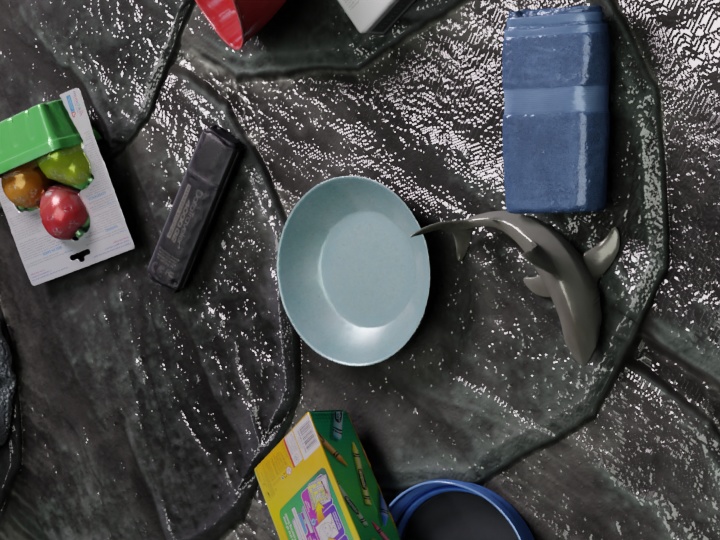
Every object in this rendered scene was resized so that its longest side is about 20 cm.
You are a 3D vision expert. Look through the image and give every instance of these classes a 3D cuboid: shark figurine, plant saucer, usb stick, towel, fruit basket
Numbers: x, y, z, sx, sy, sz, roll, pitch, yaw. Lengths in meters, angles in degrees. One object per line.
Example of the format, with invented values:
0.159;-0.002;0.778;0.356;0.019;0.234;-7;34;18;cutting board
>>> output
0.160;-0.017;1.670;0.214;0.089;0.128;39;113;25;shark figurine
0.000;0.000;1.814;0.200;0.039;0.202;2;94;35;plant saucer
-0.189;-0.069;1.949;0.055;0.033;0.201;33;111;22;usb stick
0.192;-0.155;1.659;0.111;0.048;0.201;3;94;36;towel
-0.363;-0.099;2.054;0.185;0.094;0.201;-19;98;35;fruit basket

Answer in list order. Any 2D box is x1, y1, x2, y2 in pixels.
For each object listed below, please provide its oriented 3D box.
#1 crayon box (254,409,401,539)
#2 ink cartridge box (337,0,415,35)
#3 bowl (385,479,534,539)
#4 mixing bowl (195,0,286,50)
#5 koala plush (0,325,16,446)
-0.031;0.263;1.809;0.119;0.058;0.200;-48;54;37;crayon box
0.027;-0.373;1.764;0.200;0.043;0.174;-44;68;30;ink cartridge box
0.100;0.313;1.764;0.200;0.039;0.202;3;96;35;bowl
-0.129;-0.347;1.813;0.108;0.200;0.200;-29;69;-12;mixing bowl
-0.546;0.129;2.117;0.177;0.200;0.184;25;107;32;koala plush
